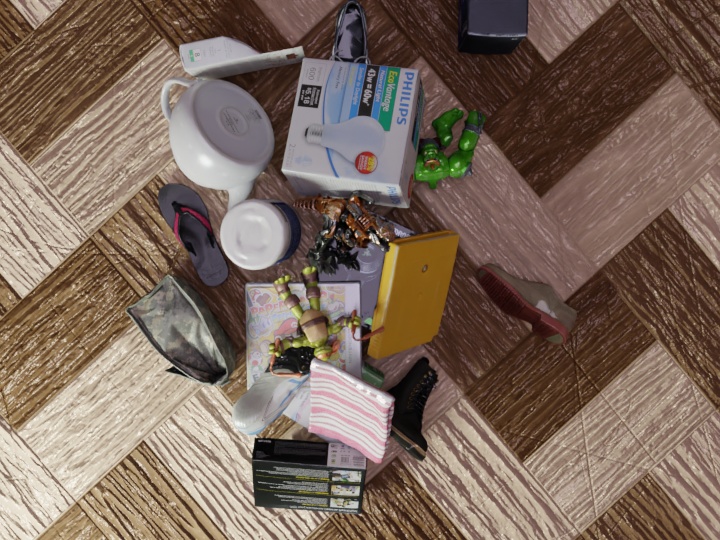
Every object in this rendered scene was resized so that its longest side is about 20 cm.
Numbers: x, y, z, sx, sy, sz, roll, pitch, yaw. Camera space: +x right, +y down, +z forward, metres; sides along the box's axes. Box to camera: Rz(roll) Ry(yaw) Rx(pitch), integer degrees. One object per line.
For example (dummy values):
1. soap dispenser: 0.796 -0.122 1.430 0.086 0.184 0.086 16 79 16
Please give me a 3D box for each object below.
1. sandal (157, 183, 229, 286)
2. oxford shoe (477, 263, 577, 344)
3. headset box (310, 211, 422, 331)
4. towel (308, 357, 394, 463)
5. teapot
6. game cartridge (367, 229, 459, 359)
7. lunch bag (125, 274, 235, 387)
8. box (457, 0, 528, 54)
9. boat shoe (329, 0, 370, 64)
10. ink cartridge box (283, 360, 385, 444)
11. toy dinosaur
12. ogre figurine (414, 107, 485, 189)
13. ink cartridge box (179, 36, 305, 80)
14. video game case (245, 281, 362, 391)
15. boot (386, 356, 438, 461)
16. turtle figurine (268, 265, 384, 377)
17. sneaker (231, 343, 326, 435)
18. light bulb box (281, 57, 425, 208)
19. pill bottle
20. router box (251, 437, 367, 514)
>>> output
1. sandal: -0.294 -0.066 1.544 0.074 0.045 0.203 -28 92 1
2. oxford shoe: 0.297 0.045 1.553 0.199 0.071 0.075 39 65 0
3. headset box: 0.000 0.000 1.525 0.171 0.093 0.203 24 92 0
4. towel: -0.018 0.230 1.402 0.144 0.202 0.030 23 53 14
5. teapot: -0.255 -0.218 1.492 0.195 0.145 0.203 24 50 -30
6. game cartridge: 0.090 0.038 1.478 0.032 0.175 0.204 26 114 35
7. lunch bag: -0.293 0.117 1.492 0.117 0.164 0.201 -39 91 -5
8. box: 0.225 -0.484 1.483 0.102 0.148 0.205 2 91 0
9. boat shoe: -0.018 -0.369 1.528 0.073 0.062 0.205 7 92 -3
10. ink cartridge box: -0.076 0.196 1.535 0.198 0.084 0.146 32 93 -1
11. toy dinosaur: -0.028 -0.071 1.421 0.101 0.200 0.138 3 113 -34
12. ogre figurine: 0.123 -0.213 1.523 0.196 0.098 0.122 -2 74 -15
13. ink cartridge box: -0.195 -0.369 1.478 0.196 0.161 0.051 -13 96 0
14. video game case: -0.096 0.112 1.475 0.195 0.023 0.186 -1 94 2
15. boot: 0.096 0.226 1.483 0.138 0.200 0.078 -45 117 -3
16. turtle figurine: -0.071 0.078 1.424 0.197 0.064 0.164 -20 82 -3
17. sneaker: -0.131 0.190 1.446 0.200 0.073 0.072 -44 64 -8
18. light bulb box: -0.006 -0.224 1.432 0.196 0.125 0.202 8 80 11
19. pill bottle: -0.159 -0.064 1.464 0.108 0.200 0.114 1 94 7
20. router box: -0.089 0.359 1.517 0.195 0.052 0.151 5 134 -1
